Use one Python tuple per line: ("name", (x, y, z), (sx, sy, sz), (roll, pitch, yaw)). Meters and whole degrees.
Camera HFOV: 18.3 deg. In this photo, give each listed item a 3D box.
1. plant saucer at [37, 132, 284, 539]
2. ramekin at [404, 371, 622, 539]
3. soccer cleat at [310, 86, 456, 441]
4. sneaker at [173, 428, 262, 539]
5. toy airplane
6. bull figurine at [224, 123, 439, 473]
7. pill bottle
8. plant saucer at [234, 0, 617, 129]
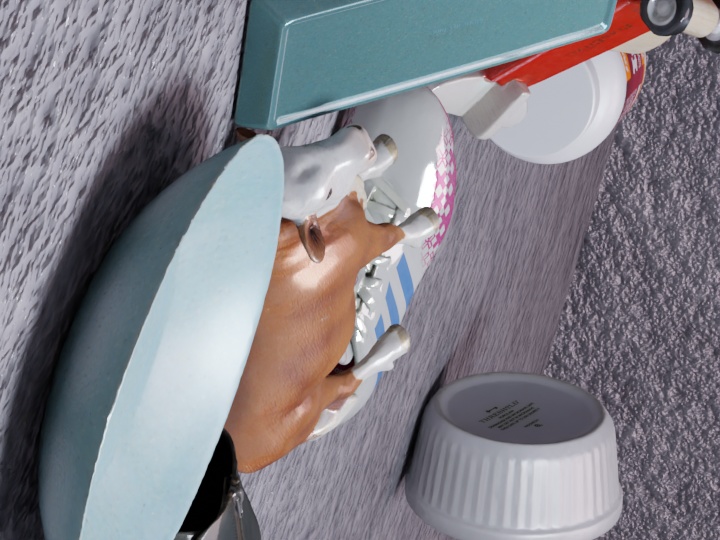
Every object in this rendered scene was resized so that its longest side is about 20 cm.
("plant saucer", (-0.082, 0.038, 0.851), (0.201, 0.039, 0.202), (19, 90, -80))
("ramekin", (0.141, 0.165, 2.013), (0.202, 0.201, 0.095), (-53, 149, -64))
("soccer cleat", (0.000, 0.000, 1.172), (0.086, 0.070, 0.201), (-50, 158, -68))
("sneaker", (-0.096, 0.168, 0.971), (0.106, 0.074, 0.201), (87, 14, -57))
("toy airplane", (0.111, -0.165, 1.282), (0.200, 0.198, 0.142), (109, -31, -73))
("bull figurine", (-0.023, 0.004, 1.013), (0.121, 0.065, 0.201), (-22, 142, -45))
("pill bottle", (0.140, -0.139, 1.604), (0.200, 0.112, 0.113), (-45, 153, -72))
("plant saucer", (0.037, -0.109, 0.964), (0.199, 0.019, 0.070), (-18, 138, -29))
